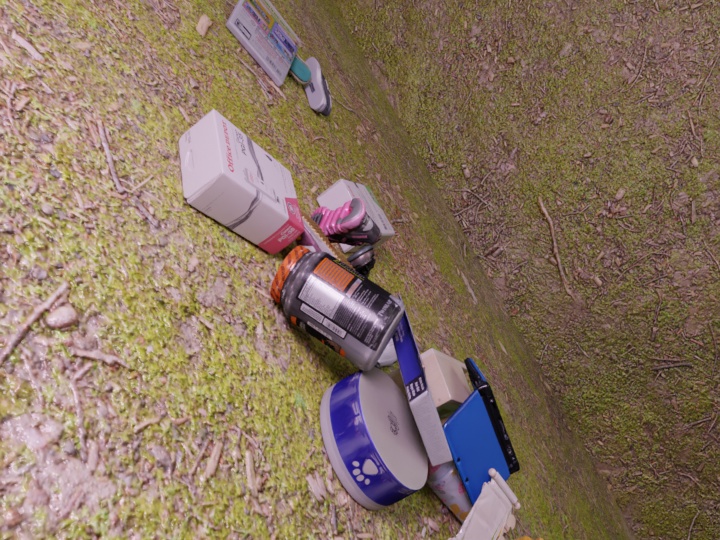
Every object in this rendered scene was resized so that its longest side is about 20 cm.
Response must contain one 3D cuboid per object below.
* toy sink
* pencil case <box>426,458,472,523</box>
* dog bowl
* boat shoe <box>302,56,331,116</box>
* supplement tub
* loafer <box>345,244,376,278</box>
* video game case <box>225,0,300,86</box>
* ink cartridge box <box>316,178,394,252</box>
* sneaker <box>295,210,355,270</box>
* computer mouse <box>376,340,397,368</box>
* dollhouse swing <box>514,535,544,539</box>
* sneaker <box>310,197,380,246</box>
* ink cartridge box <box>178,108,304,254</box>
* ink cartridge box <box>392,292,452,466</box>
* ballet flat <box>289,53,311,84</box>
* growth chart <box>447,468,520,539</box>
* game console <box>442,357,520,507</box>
[{"bbox_3d":[0.151,0.255,1.132,0.199,0.128,0.115,32,32,-54],"label":"toy sink"},{"bbox_3d":[0.201,0.423,1.076,0.201,0.082,0.092,50,43,-22],"label":"pencil case"},{"bbox_3d":[0.024,0.260,0.884,0.201,0.078,0.203,49,22,-26],"label":"dog bowl"},{"bbox_3d":[-0.127,-0.553,1.693,0.067,0.071,0.205,26,40,-52],"label":"boat shoe"},{"bbox_3d":[-0.037,0.054,0.881,0.197,0.125,0.122,32,17,11],"label":"supplement tub"},{"bbox_3d":[0.000,0.000,1.108,0.064,0.070,0.200,61,-12,2],"label":"loafer"},{"bbox_3d":[-0.248,-0.616,1.461,0.200,0.022,0.186,44,48,-36],"label":"video game case"},{"bbox_3d":[-0.008,-0.129,1.359,0.148,0.083,0.199,61,19,8],"label":"ink cartridge box"},{"bbox_3d":[-0.090,-0.023,1.007,0.201,0.090,0.075,49,9,8],"label":"sneaker"},{"bbox_3d":[0.042,0.155,1.131,0.112,0.043,0.199,64,20,12],"label":"computer mouse"},{"bbox_3d":[0.285,0.597,0.945,0.180,0.202,0.176,39,58,12],"label":"dollhouse swing"},{"bbox_3d":[-0.037,-0.075,1.083,0.095,0.197,0.081,37,67,-31],"label":"sneaker"},{"bbox_3d":[-0.192,-0.139,0.920,0.199,0.082,0.150,35,31,-50],"label":"ink cartridge box"},{"bbox_3d":[0.088,0.174,0.917,0.201,0.039,0.205,-103,175,-60],"label":"ink cartridge box"},{"bbox_3d":[-0.217,-0.612,1.588,0.200,0.068,0.071,46,23,-38],"label":"ballet flat"},{"bbox_3d":[0.213,0.455,0.979,0.200,0.017,0.147,-45,119,-29],"label":"growth chart"},{"bbox_3d":[0.211,0.301,1.048,0.171,0.115,0.205,-113,180,-71],"label":"game console"}]
